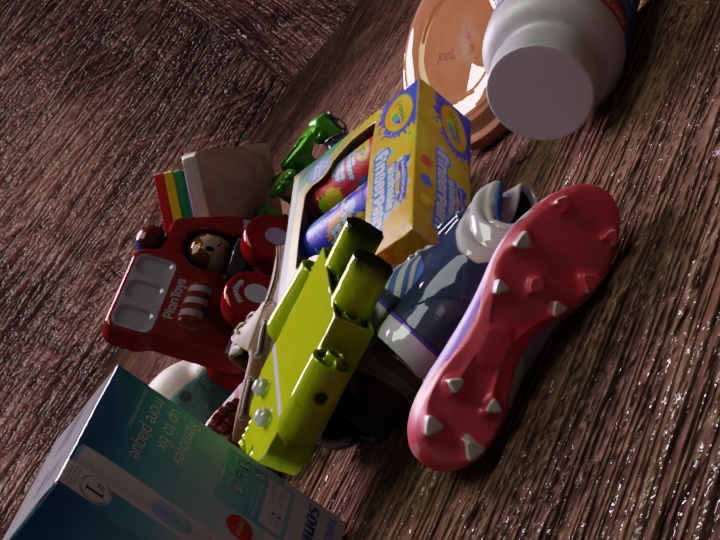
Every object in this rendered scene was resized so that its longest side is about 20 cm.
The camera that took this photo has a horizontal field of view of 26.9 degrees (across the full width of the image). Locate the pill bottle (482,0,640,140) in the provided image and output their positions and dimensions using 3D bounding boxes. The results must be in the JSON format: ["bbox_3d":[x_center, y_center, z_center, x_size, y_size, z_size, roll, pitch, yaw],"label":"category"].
[{"bbox_3d":[0.158,-0.188,1.190,0.112,0.112,0.200,-46,14,38],"label":"pill bottle"}]

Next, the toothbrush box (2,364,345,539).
[{"bbox_3d":[-0.119,0.180,0.994,0.085,0.200,0.147,-48,11,25],"label":"toothbrush box"}]

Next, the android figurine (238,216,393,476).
[{"bbox_3d":[-0.038,0.063,1.087,0.200,0.041,0.182,-61,16,21],"label":"android figurine"}]

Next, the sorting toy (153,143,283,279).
[{"bbox_3d":[-0.150,-0.033,1.676,0.069,0.199,0.200,-10,4,20],"label":"sorting toy"}]

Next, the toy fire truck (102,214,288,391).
[{"bbox_3d":[-0.151,0.014,1.490,0.200,0.167,0.112,-76,5,-45],"label":"toy fire truck"}]

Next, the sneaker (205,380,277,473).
[{"bbox_3d":[-0.105,0.156,1.389,0.082,0.078,0.200,-52,0,33],"label":"sneaker"}]

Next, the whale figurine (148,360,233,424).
[{"bbox_3d":[-0.141,0.139,1.568,0.200,0.104,0.159,-34,-23,-27],"label":"whale figurine"}]

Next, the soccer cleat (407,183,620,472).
[{"bbox_3d":[0.090,0.033,0.924,0.200,0.067,0.076,-59,6,-11],"label":"soccer cleat"}]

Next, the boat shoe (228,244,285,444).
[{"bbox_3d":[-0.080,0.067,1.330,0.076,0.074,0.201,88,-177,-57],"label":"boat shoe"}]

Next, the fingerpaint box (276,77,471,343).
[{"bbox_3d":[0.012,-0.043,1.291,0.167,0.073,0.200,-35,32,32],"label":"fingerpaint box"}]

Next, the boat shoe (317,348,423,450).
[{"bbox_3d":[-0.018,0.104,1.152,0.065,0.072,0.200,-53,15,-21],"label":"boat shoe"}]

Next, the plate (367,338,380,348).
[{"bbox_3d":[0.000,0.000,1.403,0.200,0.032,0.200,-45,25,35],"label":"plate"}]

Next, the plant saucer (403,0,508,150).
[{"bbox_3d":[0.104,-0.215,1.445,0.200,0.032,0.201,-20,65,50],"label":"plant saucer"}]

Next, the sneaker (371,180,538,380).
[{"bbox_3d":[0.074,0.000,1.071,0.147,0.081,0.200,-48,9,2],"label":"sneaker"}]

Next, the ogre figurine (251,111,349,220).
[{"bbox_3d":[-0.040,-0.085,1.721,0.098,0.120,0.200,-44,15,26],"label":"ogre figurine"}]
